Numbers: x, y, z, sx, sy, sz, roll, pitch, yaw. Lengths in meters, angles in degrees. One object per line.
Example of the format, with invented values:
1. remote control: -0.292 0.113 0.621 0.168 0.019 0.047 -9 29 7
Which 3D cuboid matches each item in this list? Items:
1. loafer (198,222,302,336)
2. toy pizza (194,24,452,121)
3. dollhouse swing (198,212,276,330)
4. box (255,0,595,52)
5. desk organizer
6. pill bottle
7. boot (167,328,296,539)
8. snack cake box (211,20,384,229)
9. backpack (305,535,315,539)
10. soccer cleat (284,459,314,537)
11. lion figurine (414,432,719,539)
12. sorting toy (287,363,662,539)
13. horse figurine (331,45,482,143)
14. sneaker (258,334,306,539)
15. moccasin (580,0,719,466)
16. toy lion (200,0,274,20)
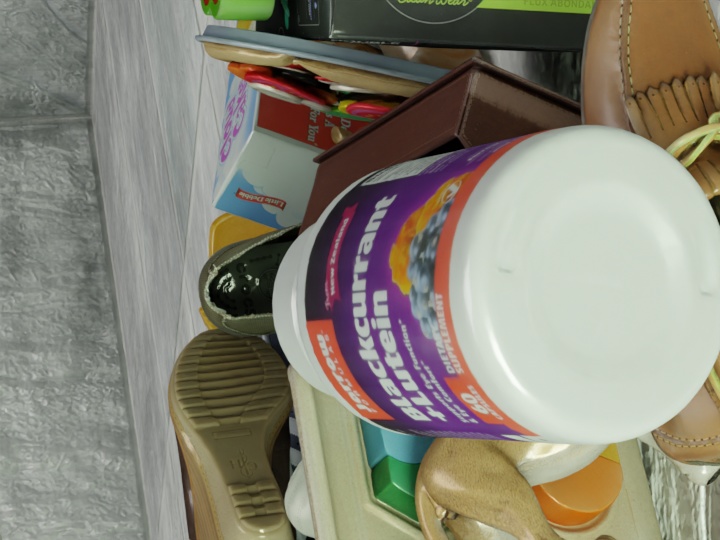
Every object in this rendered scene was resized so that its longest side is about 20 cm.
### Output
1. loafer: 0.000 0.000 1.085 0.070 0.199 0.076 -22 -84 -79
2. toy pizza: 0.012 -0.089 0.987 0.200 0.199 0.032 -152 73 -75
3. dollhouse swing: -0.054 -0.063 1.400 0.200 0.181 0.177 -139 26 -73
4. box: 0.035 -0.173 0.966 0.200 0.147 0.125 -154 65 -75
5. desk organizer: 0.033 -0.026 0.903 0.200 0.071 0.077 -24 47 67
6. pill bottle: 0.042 0.010 0.753 0.200 0.111 0.112 -8 86 64
7. boot: -0.075 0.148 1.104 0.200 0.072 0.167 -105 18 -53
8. snack cake box: -0.019 -0.107 1.191 0.201 0.114 0.067 -87 23 -47
9. backpack: 0.042 0.165 1.052 0.167 0.126 0.201 50 -155 -53
10. soccer cleat: 0.036 0.064 0.969 0.078 0.199 0.070 43 -160 -45
11. lion figurine: 0.082 0.066 0.827 0.122 0.200 0.073 42 153 21
12. sorting toy: 0.067 0.126 0.854 0.036 0.199 0.186 -43 48 45
13. horse figurine: 0.023 -0.133 1.155 0.201 0.132 0.050 60 143 34
14. sneaker: -0.002 0.093 1.163 0.070 0.108 0.201 34 -140 -75
15. moccasin: 0.133 -0.027 0.757 0.078 0.073 0.203 -29 62 60
16. toy lion: -0.067 -0.210 0.966 0.200 0.068 0.193 134 133 -70
